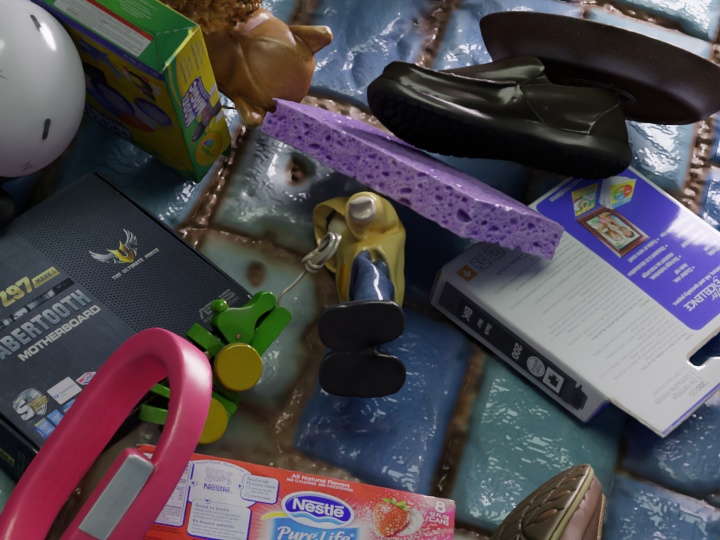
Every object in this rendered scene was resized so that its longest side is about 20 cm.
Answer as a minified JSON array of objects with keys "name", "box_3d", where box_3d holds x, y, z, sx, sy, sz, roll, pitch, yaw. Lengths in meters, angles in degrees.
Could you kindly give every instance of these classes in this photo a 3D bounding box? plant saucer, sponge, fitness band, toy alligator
[{"name":"plant saucer","box_3d":[0.180,-0.145,1.617,0.199,0.200,0.032,17,85,1]},{"name":"sponge","box_3d":[0.035,-0.065,1.514,0.200,0.030,0.111,29,11,37]},{"name":"fitness band","box_3d":[-0.154,0.124,1.256,0.037,0.200,0.144,33,12,-21]},{"name":"toy alligator","box_3d":[-0.087,0.047,1.378,0.054,0.059,0.200,34,83,-11]}]

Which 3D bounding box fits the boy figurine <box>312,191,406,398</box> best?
[{"name":"boy figurine","box_3d":[0.000,0.000,1.458,0.064,0.125,0.200,-2,30,-2]}]

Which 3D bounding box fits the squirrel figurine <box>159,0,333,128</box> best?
[{"name":"squirrel figurine","box_3d":[-0.116,-0.189,1.552,0.187,0.200,0.142,43,77,12]}]

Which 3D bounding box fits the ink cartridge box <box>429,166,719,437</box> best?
[{"name":"ink cartridge box","box_3d":[0.186,0.022,1.532,0.200,0.044,0.198,38,50,23]}]

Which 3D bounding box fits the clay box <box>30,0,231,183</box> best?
[{"name":"clay box","box_3d":[-0.154,-0.132,1.505,0.115,0.200,0.048,32,72,16]}]

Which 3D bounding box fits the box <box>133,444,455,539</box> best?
[{"name":"box","box_3d":[-0.049,0.184,1.286,0.199,0.096,0.100,10,46,-4]}]

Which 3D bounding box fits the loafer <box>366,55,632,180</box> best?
[{"name":"loafer","box_3d":[0.099,-0.118,1.555,0.199,0.073,0.072,13,71,-17]}]

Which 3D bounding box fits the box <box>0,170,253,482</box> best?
[{"name":"box","box_3d":[-0.191,0.036,1.420,0.158,0.051,0.200,38,50,22]}]

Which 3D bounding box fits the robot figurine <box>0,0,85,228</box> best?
[{"name":"robot figurine","box_3d":[-0.274,-0.113,1.442,0.199,0.150,0.125,-8,41,39]}]

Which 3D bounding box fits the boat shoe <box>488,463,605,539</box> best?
[{"name":"boat shoe","box_3d":[0.112,0.198,1.342,0.068,0.072,0.200,49,37,-13]}]
